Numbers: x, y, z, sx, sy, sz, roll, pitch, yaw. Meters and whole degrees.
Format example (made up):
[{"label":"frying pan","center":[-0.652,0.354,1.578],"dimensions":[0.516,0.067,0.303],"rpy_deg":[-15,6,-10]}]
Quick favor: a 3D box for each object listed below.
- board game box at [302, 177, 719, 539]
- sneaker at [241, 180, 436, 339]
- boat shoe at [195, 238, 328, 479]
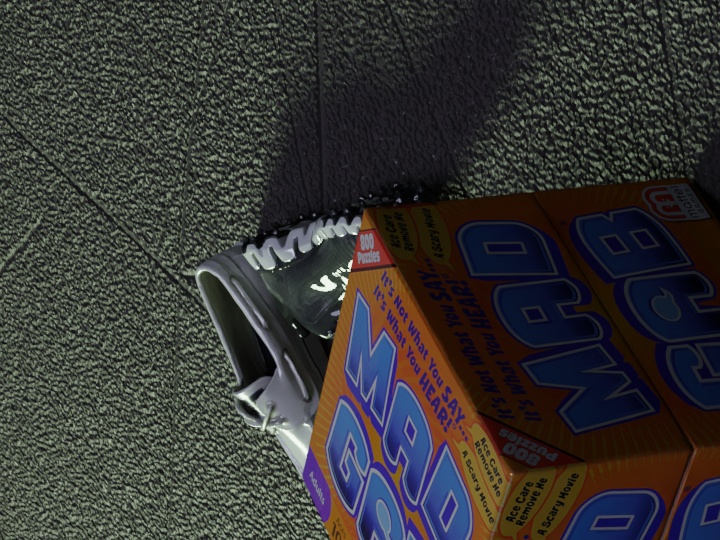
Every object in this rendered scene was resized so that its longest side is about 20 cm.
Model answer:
[{"label":"board game box","center":[0.108,0.096,1.296],"dimensions":[0.200,0.199,0.201],"rpy_deg":[-118,31,-43]},{"label":"sneaker","center":[0.000,0.000,1.543],"dimensions":[0.200,0.066,0.091],"rpy_deg":[-15,99,57]},{"label":"boat shoe","center":[-0.054,0.078,1.647],"dimensions":[0.072,0.066,0.201],"rpy_deg":[-13,98,53]}]
